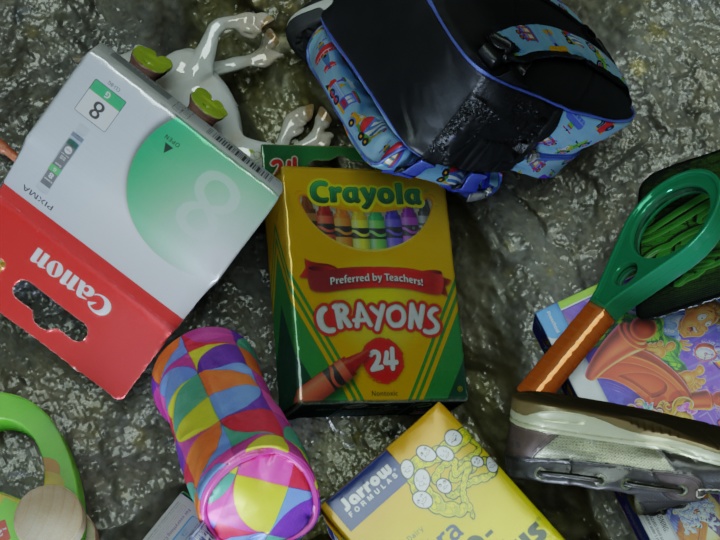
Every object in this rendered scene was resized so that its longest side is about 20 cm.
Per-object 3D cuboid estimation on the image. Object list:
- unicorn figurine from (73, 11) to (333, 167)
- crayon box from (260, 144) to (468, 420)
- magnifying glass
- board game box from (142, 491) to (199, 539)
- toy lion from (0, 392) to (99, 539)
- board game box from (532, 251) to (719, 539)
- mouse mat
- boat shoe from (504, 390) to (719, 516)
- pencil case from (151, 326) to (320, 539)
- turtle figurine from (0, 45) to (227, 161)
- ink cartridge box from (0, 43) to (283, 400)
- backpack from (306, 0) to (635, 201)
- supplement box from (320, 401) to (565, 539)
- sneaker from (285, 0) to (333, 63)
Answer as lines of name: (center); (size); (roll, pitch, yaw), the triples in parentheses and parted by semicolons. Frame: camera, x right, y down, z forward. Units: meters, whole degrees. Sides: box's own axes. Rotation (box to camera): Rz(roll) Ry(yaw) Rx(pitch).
unicorn figurine: (-0.111, -0.124, 1.342); (0.137, 0.074, 0.201); (-30, 73, -8)
crayon box: (0.000, 0.000, 1.285); (0.126, 0.051, 0.201); (0, 73, -21)
magnifying glass: (0.179, 0.012, 1.251); (0.200, 0.080, 0.022); (-48, 120, -4)
board game box: (-0.105, 0.243, 1.180); (0.153, 0.040, 0.200); (-50, 35, -11)
toy lion: (-0.301, 0.144, 1.278); (0.199, 0.069, 0.193); (-20, 65, -4)
board game box: (0.223, 0.094, 1.274); (0.134, 0.045, 0.201); (-25, 73, -5)
mouse mat: (0.279, -0.047, 1.251); (0.199, 0.008, 0.161); (-22, 34, 25)
boat shoe: (0.190, 0.128, 1.211); (0.199, 0.073, 0.065); (14, 99, -1)
pencil case: (-0.085, 0.113, 1.213); (0.088, 0.089, 0.200); (-22, 28, -4)
turtle figurine: (-0.176, -0.076, 1.301); (0.200, 0.064, 0.162); (42, 112, 20)
ink cartridge box: (-0.173, -0.027, 1.251); (0.161, 0.050, 0.200); (37, 100, -5)
backpack: (0.086, -0.138, 1.294); (0.135, 0.199, 0.183); (-52, 49, 26)
supplement box: (0.078, 0.204, 1.212); (0.109, 0.110, 0.200); (-40, 75, -10)
sneaker: (0.033, -0.215, 1.381); (0.199, 0.072, 0.083); (-22, 49, -5)
